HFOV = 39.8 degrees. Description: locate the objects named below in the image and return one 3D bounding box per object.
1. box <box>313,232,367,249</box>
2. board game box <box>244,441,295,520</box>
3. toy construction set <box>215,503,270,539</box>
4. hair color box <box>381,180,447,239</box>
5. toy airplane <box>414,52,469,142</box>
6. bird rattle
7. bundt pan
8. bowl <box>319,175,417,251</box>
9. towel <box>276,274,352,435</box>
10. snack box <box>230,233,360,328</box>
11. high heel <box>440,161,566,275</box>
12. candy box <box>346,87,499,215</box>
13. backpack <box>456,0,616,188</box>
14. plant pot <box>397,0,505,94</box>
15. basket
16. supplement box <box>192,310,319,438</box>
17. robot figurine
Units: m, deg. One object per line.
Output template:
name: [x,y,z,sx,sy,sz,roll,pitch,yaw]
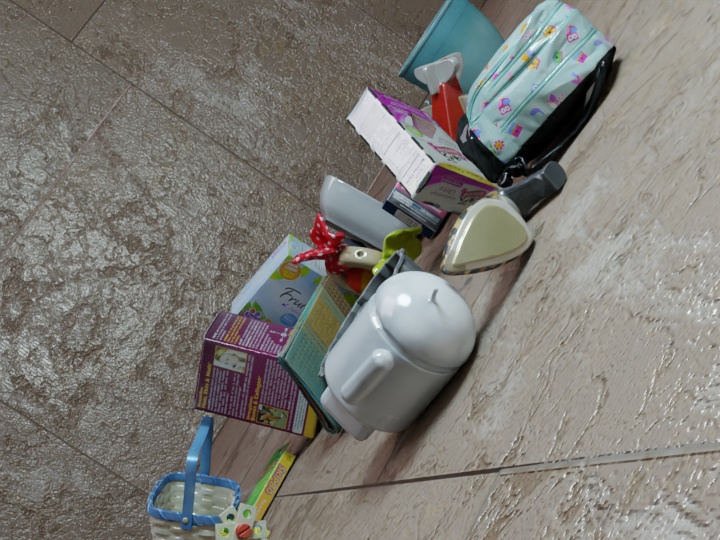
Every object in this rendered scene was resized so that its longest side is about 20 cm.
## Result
box: [-0.052,0.049,1.761,0.122,0.106,0.201,14,-66,-55]
board game box: [-0.163,0.367,1.576,0.201,0.030,0.096,-63,8,-25]
toy construction set: [-0.151,0.362,1.244,0.132,0.092,0.200,-59,-5,-23]
hair color box: [0.129,-0.165,1.649,0.201,0.099,0.061,-58,1,-14]
toy airplane: [0.156,-0.234,1.525,0.201,0.140,0.200,59,140,35]
bird rattle: [0.000,0.000,1.497,0.163,0.198,0.114,74,-161,-60]
bundt pan: [0.029,0.075,1.312,0.203,0.075,0.202,-57,6,9]
bowl: [0.007,-0.091,1.813,0.075,0.198,0.200,-62,4,-3]
towel: [-0.043,0.116,1.402,0.022,0.147,0.201,-21,25,29]
snack box: [-0.085,0.061,1.621,0.169,0.199,0.068,-46,26,25]
high heel: [0.124,-0.032,1.057,0.200,0.072,0.142,-39,1,-33]
candy box: [0.084,-0.163,1.381,0.061,0.136,0.200,-54,47,22]
backpack: [0.204,-0.213,1.171,0.200,0.126,0.167,-50,5,28]
plant pot: [0.204,-0.415,1.959,0.201,0.187,0.200,-55,5,7]
basket: [-0.256,0.347,1.551,0.176,0.137,0.202,-82,-5,-76]
supplement box: [-0.147,0.161,1.552,0.103,0.198,0.132,-69,-8,-64]
robot figurine: [0.040,0.082,1.000,0.201,0.113,0.169,-54,-10,30]
